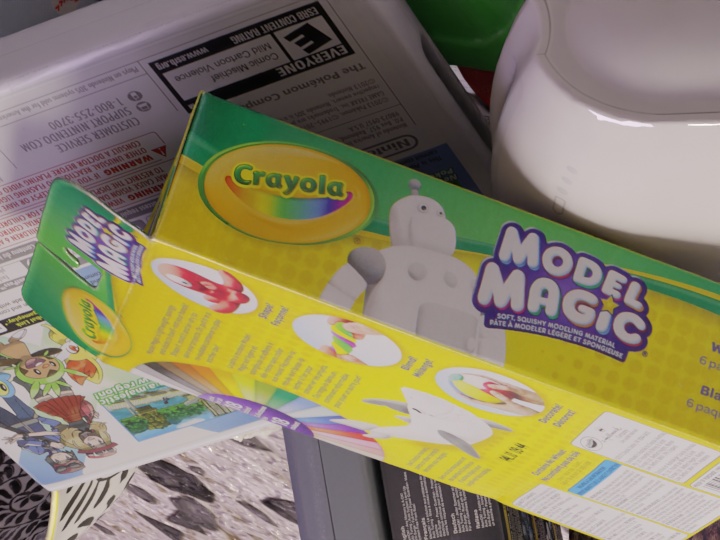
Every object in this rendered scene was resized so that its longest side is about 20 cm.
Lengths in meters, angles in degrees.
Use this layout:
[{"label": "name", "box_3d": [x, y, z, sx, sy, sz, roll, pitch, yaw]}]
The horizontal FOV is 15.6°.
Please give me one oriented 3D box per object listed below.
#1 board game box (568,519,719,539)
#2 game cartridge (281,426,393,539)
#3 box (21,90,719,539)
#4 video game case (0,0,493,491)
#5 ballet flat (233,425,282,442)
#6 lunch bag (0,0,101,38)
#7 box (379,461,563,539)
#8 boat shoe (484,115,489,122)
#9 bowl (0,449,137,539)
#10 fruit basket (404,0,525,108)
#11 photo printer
[{"label": "board game box", "box_3d": [0.193, 0.117, 0.944, 0.199, 0.097, 0.159, 7, 161, -14]}, {"label": "game cartridge", "box_3d": [0.013, 0.114, 1.057, 0.040, 0.134, 0.200, -10, 165, 11]}, {"label": "box", "box_3d": [0.010, 0.015, 0.708, 0.199, 0.049, 0.117, 19, 159, -7]}, {"label": "video game case", "box_3d": [-0.054, -0.011, 0.779, 0.199, 0.022, 0.182, -18, 139, 19]}, {"label": "ballet flat", "box_3d": [-0.033, 0.009, 1.038, 0.072, 0.072, 0.200, 25, 132, 12]}, {"label": "lunch bag", "box_3d": [-0.170, -0.082, 0.870, 0.200, 0.161, 0.076, 19, 169, 36]}, {"label": "box", "box_3d": [0.049, 0.106, 1.036, 0.049, 0.201, 0.161, -13, 163, 9]}, {"label": "boat shoe", "box_3d": [0.075, -0.020, 0.890, 0.076, 0.072, 0.200, 20, 172, -34]}, {"label": "bowl", "box_3d": [-0.141, 0.030, 1.118, 0.201, 0.094, 0.201, 29, 127, 47]}, {"label": "fruit basket", "box_3d": [0.039, -0.095, 0.801, 0.185, 0.094, 0.200, 11, 170, 43]}, {"label": "photo printer", "box_3d": [0.134, -0.031, 0.698, 0.199, 0.070, 0.167, -2, 155, 6]}]
